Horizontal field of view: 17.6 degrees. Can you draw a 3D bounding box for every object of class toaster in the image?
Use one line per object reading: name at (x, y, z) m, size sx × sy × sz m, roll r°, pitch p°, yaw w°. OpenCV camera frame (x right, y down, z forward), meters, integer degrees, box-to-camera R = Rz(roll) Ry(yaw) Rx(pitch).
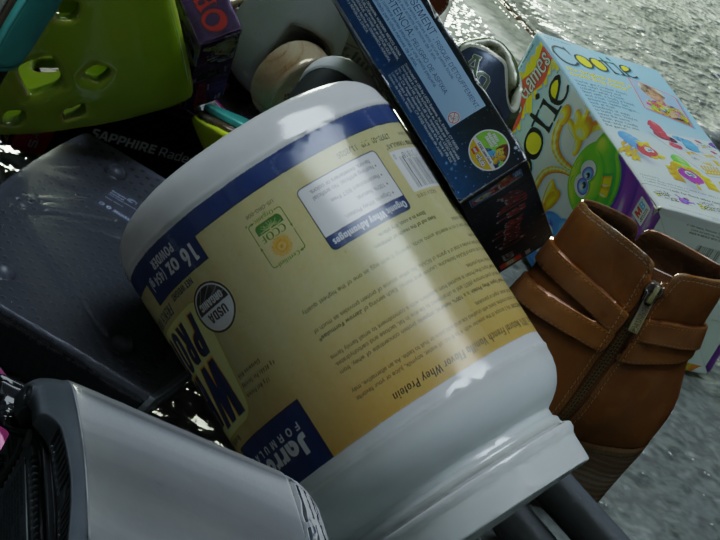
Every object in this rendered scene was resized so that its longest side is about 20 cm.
toaster at (-0.083, 0.129, 0.865) m, size 0.128 × 0.114 × 0.201 m, roll 22°, pitch 27°, yaw -23°

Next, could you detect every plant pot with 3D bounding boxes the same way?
plant pot at (-0.212, -0.181, 1.175) m, size 0.180 × 0.201 × 0.199 m, roll -21°, pitch 43°, yaw -11°

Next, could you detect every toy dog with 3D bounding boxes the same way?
toy dog at (-0.005, -0.159, 1.307) m, size 0.096 × 0.199 × 0.133 m, roll 27°, pitch 36°, yaw -57°

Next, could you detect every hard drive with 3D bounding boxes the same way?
hard drive at (-0.124, 0.005, 1.131) m, size 0.134 × 0.043 × 0.200 m, roll 30°, pitch 25°, yaw 2°

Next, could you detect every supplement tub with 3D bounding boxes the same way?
supplement tub at (-0.002, 0.033, 1.040) m, size 0.201 × 0.144 × 0.144 m, roll 57°, pitch 31°, yaw 8°

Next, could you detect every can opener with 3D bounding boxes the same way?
can opener at (0.139, 0.178, 1.100) m, size 0.200 × 0.053 × 0.067 m, roll 49°, pitch -1°, yaw 36°

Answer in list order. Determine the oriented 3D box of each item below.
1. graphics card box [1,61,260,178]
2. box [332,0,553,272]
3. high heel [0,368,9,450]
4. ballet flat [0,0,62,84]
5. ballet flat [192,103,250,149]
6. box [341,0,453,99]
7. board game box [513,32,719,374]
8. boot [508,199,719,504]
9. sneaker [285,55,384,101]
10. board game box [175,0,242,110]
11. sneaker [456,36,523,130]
graphics card box at (-0.114, -0.097, 1.323) m, size 0.199 × 0.051 × 0.126 m, roll 16°, pitch 28°, yaw -29°
box at (0.038, -0.080, 1.132) m, size 0.137 × 0.038 × 0.200 m, roll 58°, pitch 2°, yaw 12°
high heel at (-0.178, 0.028, 0.990) m, size 0.095 × 0.068 × 0.201 m, roll 5°, pitch 39°, yaw -24°
ballet flat at (-0.187, -0.096, 1.075) m, size 0.063 × 0.201 × 0.067 m, roll 26°, pitch 6°, yaw 4°
ballet flat at (-0.012, -0.028, 1.280) m, size 0.199 × 0.067 × 0.067 m, roll 20°, pitch 7°, yaw -28°
box at (-0.046, -0.186, 1.431) m, size 0.199 × 0.128 × 0.110 m, roll 26°, pitch 68°, yaw -8°
board game box at (0.161, -0.043, 1.450) m, size 0.104 × 0.103 × 0.200 m, roll 14°, pitch 30°, yaw -29°
boot at (0.074, 0.031, 1.158) m, size 0.199 × 0.155 × 0.074 m, roll 16°, pitch 28°, yaw -26°
sneaker at (0.000, 0.000, 1.196) m, size 0.099 × 0.070 × 0.201 m, roll -44°, pitch 113°, yaw -42°
board game box at (-0.115, -0.194, 1.225) m, size 0.120 × 0.032 × 0.201 m, roll 111°, pitch -43°, yaw -78°
sneaker at (0.069, -0.095, 1.401) m, size 0.067 × 0.090 × 0.200 m, roll 27°, pitch 6°, yaw 5°
